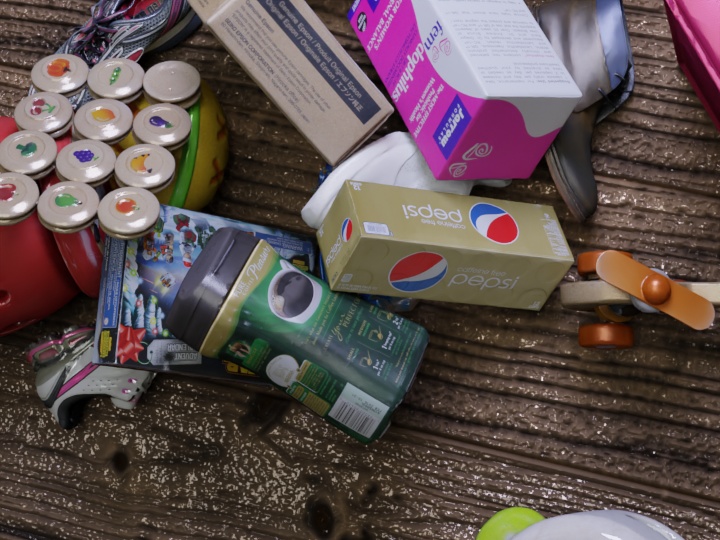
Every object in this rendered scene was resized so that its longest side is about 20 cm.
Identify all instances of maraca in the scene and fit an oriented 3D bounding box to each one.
[{"bbox_3d":[-0.175,-0.087,1.427,0.107,0.137,0.201,8,86,-22],"label":"maraca"}]

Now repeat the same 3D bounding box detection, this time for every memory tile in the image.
[{"bbox_3d":[-0.220,-0.108,1.325,0.153,0.017,0.200,8,49,5],"label":"memory tile"}]

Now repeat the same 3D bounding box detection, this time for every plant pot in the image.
[{"bbox_3d":[-0.314,-0.042,1.418,0.182,0.200,0.201,-12,78,4],"label":"plant pot"}]

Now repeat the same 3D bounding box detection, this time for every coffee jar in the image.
[{"bbox_3d":[-0.052,0.050,1.291,0.200,0.085,0.104,29,48,-2],"label":"coffee jar"}]

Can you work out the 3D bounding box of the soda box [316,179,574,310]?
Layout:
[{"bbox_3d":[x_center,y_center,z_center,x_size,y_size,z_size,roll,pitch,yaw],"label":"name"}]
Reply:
[{"bbox_3d":[0.070,-0.019,1.314,0.068,0.199,0.064,-59,34,41],"label":"soda box"}]

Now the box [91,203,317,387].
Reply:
[{"bbox_3d":[-0.128,0.023,1.362,0.040,0.200,0.137,-3,80,49],"label":"box"}]

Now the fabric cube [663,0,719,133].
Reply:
[{"bbox_3d":[0.375,-0.162,1.255,0.199,0.200,0.197,-29,77,9],"label":"fabric cube"}]

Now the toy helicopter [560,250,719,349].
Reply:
[{"bbox_3d":[0.260,0.017,1.291,0.199,0.132,0.079,-1,81,14],"label":"toy helicopter"}]

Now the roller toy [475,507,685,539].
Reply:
[{"bbox_3d":[0.189,0.285,1.264,0.182,0.140,0.201,-6,82,24],"label":"roller toy"}]

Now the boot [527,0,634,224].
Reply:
[{"bbox_3d":[0.196,-0.145,1.363,0.097,0.075,0.201,-17,76,14],"label":"boot"}]

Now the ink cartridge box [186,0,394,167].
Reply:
[{"bbox_3d":[-0.070,-0.194,1.347,0.075,0.200,0.165,-42,117,3],"label":"ink cartridge box"}]

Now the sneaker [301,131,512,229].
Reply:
[{"bbox_3d":[0.046,-0.069,1.350,0.200,0.075,0.089,-27,77,-29],"label":"sneaker"}]

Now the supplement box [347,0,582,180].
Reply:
[{"bbox_3d":[0.083,-0.181,1.338,0.200,0.103,0.101,62,140,31],"label":"supplement box"}]

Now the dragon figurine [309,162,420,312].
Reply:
[{"bbox_3d":[0.000,0.000,1.398,0.099,0.059,0.201,-1,81,14],"label":"dragon figurine"}]

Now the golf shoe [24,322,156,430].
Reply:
[{"bbox_3d":[-0.201,0.074,1.436,0.200,0.073,0.092,-24,82,20],"label":"golf shoe"}]

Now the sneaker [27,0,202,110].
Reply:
[{"bbox_3d":[-0.235,-0.215,1.484,0.200,0.075,0.081,-42,74,5],"label":"sneaker"}]
